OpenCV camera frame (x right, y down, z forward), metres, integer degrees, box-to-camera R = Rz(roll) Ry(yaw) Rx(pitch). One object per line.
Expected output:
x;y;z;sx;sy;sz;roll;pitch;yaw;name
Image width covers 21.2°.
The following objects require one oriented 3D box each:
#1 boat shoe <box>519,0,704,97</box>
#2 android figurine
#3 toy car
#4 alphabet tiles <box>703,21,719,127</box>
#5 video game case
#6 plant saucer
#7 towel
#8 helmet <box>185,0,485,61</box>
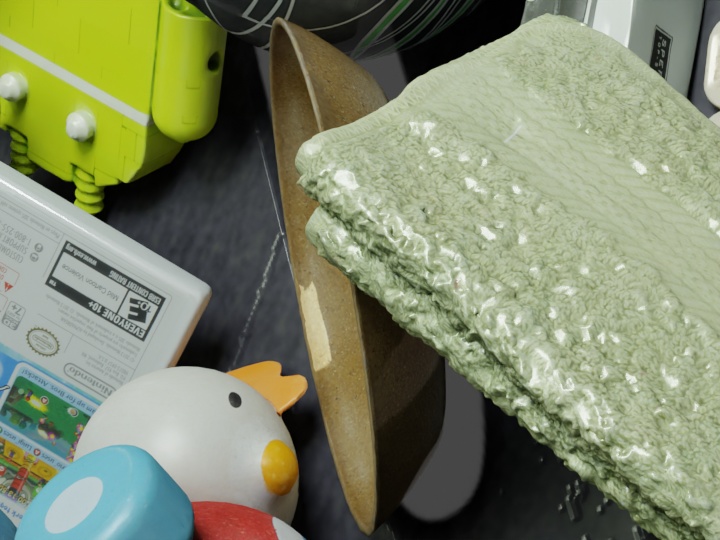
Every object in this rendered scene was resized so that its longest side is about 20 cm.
0.084;-0.056;0.745;0.063;0.071;0.201;2;68;39;boat shoe
-0.134;-0.121;0.900;0.182;0.041;0.201;31;128;24;android figurine
-0.065;0.102;0.773;0.176;0.185;0.201;-13;39;36;toy car
0.202;-0.045;0.675;0.195;0.015;0.201;-1;74;39;alphabet tiles
-0.192;0.036;0.873;0.199;0.024;0.183;30;107;4;video game case
0.000;0.000;0.743;0.035;0.201;0.201;-10;62;-7;plant saucer
0.088;-0.002;0.632;0.200;0.148;0.037;43;146;19;towel
-0.005;-0.186;0.781;0.199;0.200;0.192;-26;76;30;helmet
